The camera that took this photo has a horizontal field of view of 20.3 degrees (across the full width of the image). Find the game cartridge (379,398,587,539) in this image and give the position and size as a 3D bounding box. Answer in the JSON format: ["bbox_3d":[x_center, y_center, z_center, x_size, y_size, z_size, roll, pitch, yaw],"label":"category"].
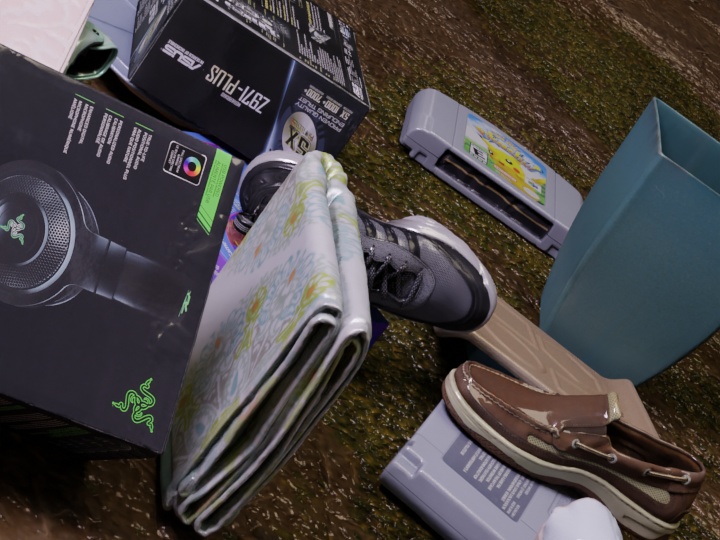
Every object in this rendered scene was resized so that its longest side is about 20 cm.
[{"bbox_3d":[0.094,0.145,1.386,0.133,0.042,0.200,44,23,3],"label":"game cartridge"}]

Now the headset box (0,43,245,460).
[{"bbox_3d":[-0.174,-0.007,1.077,0.199,0.176,0.092,25,-19,-30],"label":"headset box"}]

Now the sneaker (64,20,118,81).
[{"bbox_3d":[-0.228,-0.187,1.478,0.117,0.074,0.201,29,33,-4],"label":"sneaker"}]

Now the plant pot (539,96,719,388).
[{"bbox_3d":[0.242,-0.008,1.681,0.141,0.200,0.142,35,22,-9],"label":"plant pot"}]

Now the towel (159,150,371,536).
[{"bbox_3d":[-0.056,0.042,1.177,0.048,0.172,0.201,30,23,-21],"label":"towel"}]

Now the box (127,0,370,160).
[{"bbox_3d":[-0.086,-0.165,1.536,0.163,0.086,0.200,32,18,-17],"label":"box"}]

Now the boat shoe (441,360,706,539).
[{"bbox_3d":[0.153,0.109,1.399,0.201,0.075,0.075,31,23,-18],"label":"boat shoe"}]

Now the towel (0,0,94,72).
[{"bbox_3d":[-0.289,-0.174,1.340,0.199,0.032,0.192,26,42,-9],"label":"towel"}]

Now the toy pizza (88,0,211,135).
[{"bbox_3d":[-0.155,-0.164,1.605,0.199,0.032,0.201,33,24,-16],"label":"toy pizza"}]

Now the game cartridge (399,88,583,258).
[{"bbox_3d":[0.128,-0.093,1.891,0.199,0.041,0.134,35,19,-9],"label":"game cartridge"}]

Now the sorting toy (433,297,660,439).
[{"bbox_3d":[0.134,0.074,1.551,0.199,0.037,0.185,33,12,-10],"label":"sorting toy"}]

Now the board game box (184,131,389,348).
[{"bbox_3d":[-0.087,-0.017,1.408,0.134,0.045,0.200,4,41,-54],"label":"board game box"}]

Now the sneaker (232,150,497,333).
[{"bbox_3d":[0.000,0.000,1.355,0.199,0.076,0.114,29,24,-6],"label":"sneaker"}]

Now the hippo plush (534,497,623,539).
[{"bbox_3d":[0.083,0.228,1.126,0.159,0.161,0.200,-2,18,-12],"label":"hippo plush"}]
